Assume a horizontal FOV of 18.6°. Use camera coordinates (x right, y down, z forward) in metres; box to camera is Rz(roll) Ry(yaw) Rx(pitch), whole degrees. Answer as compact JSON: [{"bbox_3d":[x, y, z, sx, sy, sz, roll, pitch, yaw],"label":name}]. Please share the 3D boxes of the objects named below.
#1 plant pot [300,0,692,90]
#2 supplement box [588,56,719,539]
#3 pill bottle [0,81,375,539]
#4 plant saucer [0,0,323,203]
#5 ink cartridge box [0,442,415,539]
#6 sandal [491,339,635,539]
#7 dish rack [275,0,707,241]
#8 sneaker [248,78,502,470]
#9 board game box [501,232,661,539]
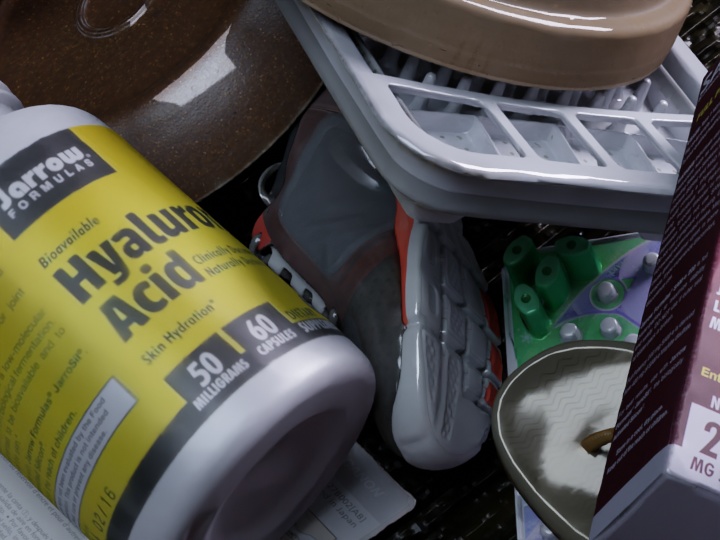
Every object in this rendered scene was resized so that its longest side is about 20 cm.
[{"bbox_3d":[0.042,-0.160,0.816,0.200,0.093,0.201,16,31,-10],"label":"plant pot"},{"bbox_3d":[0.152,0.015,0.706,0.109,0.061,0.200,23,55,-7],"label":"supplement box"},{"bbox_3d":[-0.100,0.012,0.772,0.200,0.111,0.111,40,79,19],"label":"pill bottle"},{"bbox_3d":[-0.093,-0.104,0.916,0.200,0.037,0.201,-20,48,23],"label":"plant saucer"},{"bbox_3d":[-0.105,0.092,0.808,0.200,0.050,0.161,-30,65,-35],"label":"ink cartridge box"},{"bbox_3d":[0.121,0.087,0.724,0.080,0.054,0.200,-39,57,-6],"label":"sandal"},{"bbox_3d":[0.050,-0.075,0.822,0.171,0.044,0.200,3,37,-28],"label":"dish rack"},{"bbox_3d":[0.000,0.000,0.842,0.082,0.077,0.200,-21,46,15],"label":"sneaker"},{"bbox_3d":[0.150,0.061,0.778,0.199,0.026,0.200,-9,59,13],"label":"board game box"}]
